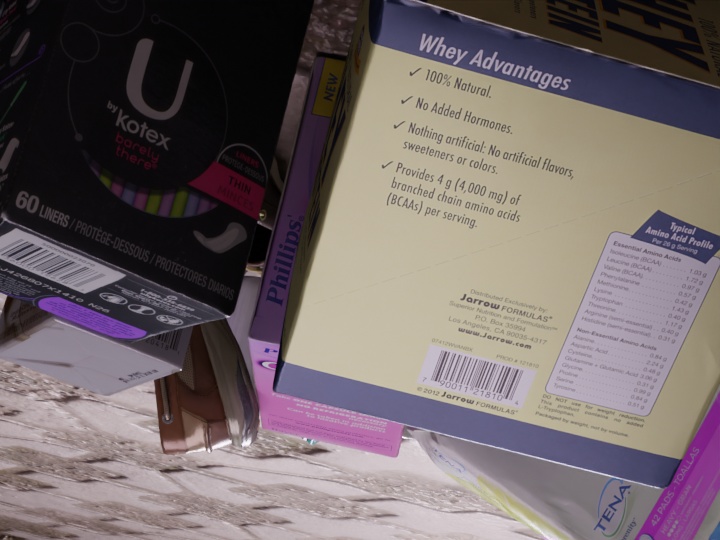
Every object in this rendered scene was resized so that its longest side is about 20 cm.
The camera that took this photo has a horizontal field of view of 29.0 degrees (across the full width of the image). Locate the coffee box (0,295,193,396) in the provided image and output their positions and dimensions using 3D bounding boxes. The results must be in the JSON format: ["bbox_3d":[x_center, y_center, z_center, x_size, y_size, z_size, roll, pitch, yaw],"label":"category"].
[{"bbox_3d":[-0.129,-0.042,0.787,0.079,0.202,0.114,24,156,-26],"label":"coffee box"}]

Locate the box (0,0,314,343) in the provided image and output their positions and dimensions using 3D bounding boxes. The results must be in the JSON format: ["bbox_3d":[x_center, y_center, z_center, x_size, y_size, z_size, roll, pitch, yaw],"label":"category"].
[{"bbox_3d":[-0.111,-0.082,0.670,0.122,0.202,0.106,24,156,-31],"label":"box"}]

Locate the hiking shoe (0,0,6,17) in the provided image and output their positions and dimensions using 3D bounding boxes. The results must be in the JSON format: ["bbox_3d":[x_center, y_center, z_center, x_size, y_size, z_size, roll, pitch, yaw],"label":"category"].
[{"bbox_3d":[-0.237,-0.093,0.755,0.199,0.075,0.087,-31,138,1],"label":"hiking shoe"}]

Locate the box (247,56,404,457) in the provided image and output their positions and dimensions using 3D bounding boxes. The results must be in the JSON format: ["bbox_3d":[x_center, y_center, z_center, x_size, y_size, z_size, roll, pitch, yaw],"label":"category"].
[{"bbox_3d":[0.000,0.000,0.858,0.096,0.177,0.200,11,159,4],"label":"box"}]

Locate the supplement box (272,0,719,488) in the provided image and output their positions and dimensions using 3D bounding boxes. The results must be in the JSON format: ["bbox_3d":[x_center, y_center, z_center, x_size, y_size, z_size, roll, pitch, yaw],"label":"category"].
[{"bbox_3d":[0.080,-0.037,0.647,0.198,0.135,0.201,14,122,-6],"label":"supplement box"}]

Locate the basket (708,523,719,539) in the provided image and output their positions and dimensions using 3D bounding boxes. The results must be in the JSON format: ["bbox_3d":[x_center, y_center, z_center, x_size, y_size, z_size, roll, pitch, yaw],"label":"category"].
[{"bbox_3d":[0.301,0.205,1.246,0.175,0.140,0.200,19,-171,-19],"label":"basket"}]

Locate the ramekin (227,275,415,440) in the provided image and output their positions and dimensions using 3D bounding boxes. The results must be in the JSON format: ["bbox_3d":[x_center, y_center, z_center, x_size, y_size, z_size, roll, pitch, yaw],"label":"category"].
[{"bbox_3d":[-0.025,0.068,1.104,0.199,0.099,0.200,11,176,1],"label":"ramekin"}]

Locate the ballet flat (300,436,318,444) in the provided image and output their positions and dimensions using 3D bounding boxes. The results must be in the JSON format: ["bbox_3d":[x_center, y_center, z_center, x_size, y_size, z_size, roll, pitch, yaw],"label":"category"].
[{"bbox_3d":[0.019,0.046,0.993,0.071,0.199,0.067,53,156,9],"label":"ballet flat"}]

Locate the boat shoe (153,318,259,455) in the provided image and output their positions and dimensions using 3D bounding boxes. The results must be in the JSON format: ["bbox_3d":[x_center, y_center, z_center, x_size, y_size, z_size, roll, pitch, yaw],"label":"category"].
[{"bbox_3d":[-0.123,0.023,0.874,0.071,0.201,0.076,-17,154,-9],"label":"boat shoe"}]

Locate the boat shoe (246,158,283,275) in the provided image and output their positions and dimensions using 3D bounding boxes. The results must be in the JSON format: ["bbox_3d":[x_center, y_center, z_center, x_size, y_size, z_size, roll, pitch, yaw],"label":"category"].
[{"bbox_3d":[-0.071,-0.031,0.984,0.071,0.060,0.200,5,158,20],"label":"boat shoe"}]

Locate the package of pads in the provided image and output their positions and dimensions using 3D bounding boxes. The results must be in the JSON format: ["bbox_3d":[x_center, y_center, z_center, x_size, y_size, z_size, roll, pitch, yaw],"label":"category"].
[{"bbox_3d":[0.146,0.099,0.882,0.199,0.155,0.068,36,169,-10],"label":"package of pads"}]
